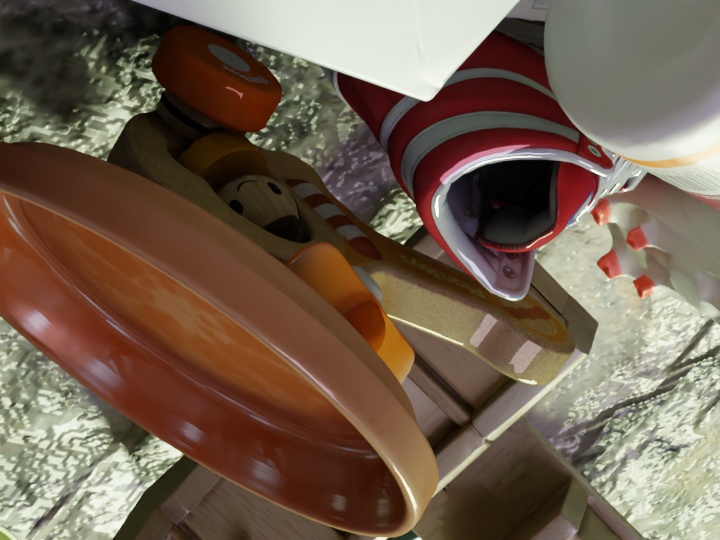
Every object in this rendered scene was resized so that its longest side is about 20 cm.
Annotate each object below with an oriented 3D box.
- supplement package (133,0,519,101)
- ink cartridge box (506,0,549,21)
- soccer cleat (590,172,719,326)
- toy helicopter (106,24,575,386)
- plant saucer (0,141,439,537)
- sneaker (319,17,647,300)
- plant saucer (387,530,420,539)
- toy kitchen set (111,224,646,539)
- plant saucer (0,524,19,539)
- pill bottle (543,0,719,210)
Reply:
[{"bbox_3d":[-0.022,-0.163,0.719,0.199,0.111,0.156,15,130,-40],"label":"supplement package"},{"bbox_3d":[0.136,-0.159,0.879,0.199,0.047,0.161,2,134,-23],"label":"ink cartridge box"},{"bbox_3d":[0.168,0.006,0.956,0.077,0.200,0.070,-27,132,-17],"label":"soccer cleat"},{"bbox_3d":[0.000,0.000,0.871,0.199,0.132,0.079,23,109,-30],"label":"toy helicopter"},{"bbox_3d":[-0.059,0.020,0.817,0.032,0.200,0.201,-56,145,-19],"label":"plant saucer"},{"bbox_3d":[0.085,-0.043,0.917,0.199,0.113,0.071,5,131,-34],"label":"sneaker"},{"bbox_3d":[0.038,0.168,1.185,0.200,0.039,0.202,-16,139,-14],"label":"plant saucer"},{"bbox_3d":[0.016,0.113,0.948,0.163,0.181,0.200,44,110,-5],"label":"toy kitchen set"},{"bbox_3d":[-0.226,0.167,1.008,0.199,0.031,0.201,-31,146,-24],"label":"plant saucer"},{"bbox_3d":[0.170,-0.064,0.873,0.199,0.114,0.114,24,120,-40],"label":"pill bottle"}]
